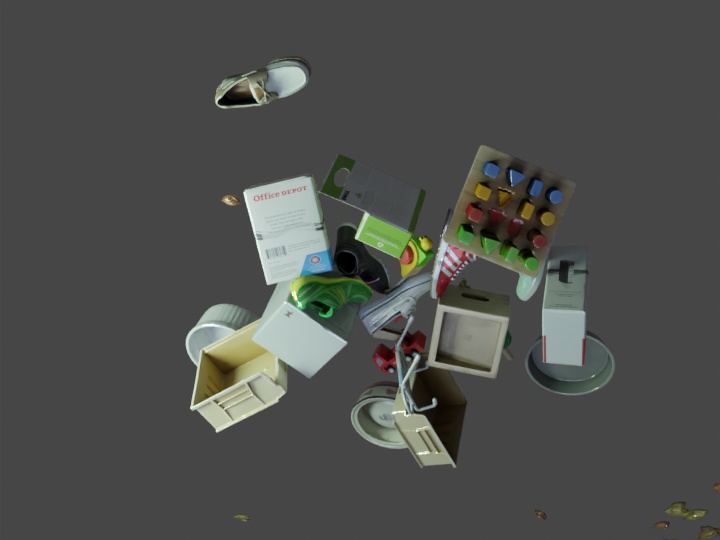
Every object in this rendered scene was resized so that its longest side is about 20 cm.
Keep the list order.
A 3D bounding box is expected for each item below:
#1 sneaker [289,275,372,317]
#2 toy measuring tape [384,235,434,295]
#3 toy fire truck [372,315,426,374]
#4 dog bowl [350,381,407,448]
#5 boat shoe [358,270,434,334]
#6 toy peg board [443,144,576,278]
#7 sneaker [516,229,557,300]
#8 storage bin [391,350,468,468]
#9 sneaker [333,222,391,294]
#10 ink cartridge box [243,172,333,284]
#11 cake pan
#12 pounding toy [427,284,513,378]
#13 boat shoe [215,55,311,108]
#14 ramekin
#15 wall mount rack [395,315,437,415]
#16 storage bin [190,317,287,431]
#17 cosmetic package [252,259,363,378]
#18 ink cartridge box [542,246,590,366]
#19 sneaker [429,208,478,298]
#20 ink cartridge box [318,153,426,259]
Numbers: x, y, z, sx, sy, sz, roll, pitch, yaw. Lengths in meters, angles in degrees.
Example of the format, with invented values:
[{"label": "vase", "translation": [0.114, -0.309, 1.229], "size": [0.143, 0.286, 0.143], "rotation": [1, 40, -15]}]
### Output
[{"label": "sneaker", "translation": [-0.062, 0.058, 1.552], "size": [0.198, 0.085, 0.074], "rotation": [3, 163, -36]}, {"label": "toy measuring tape", "translation": [0.096, -0.020, 1.595], "size": [0.073, 0.074, 0.200], "rotation": [30, 140, -10]}, {"label": "toy fire truck", "translation": [0.078, 0.157, 1.754], "size": [0.141, 0.049, 0.200], "rotation": [38, 130, -15]}, {"label": "dog bowl", "translation": [0.078, 0.371, 1.916], "size": [0.197, 0.074, 0.202], "rotation": [9, 131, 10]}, {"label": "boat shoe", "translation": [0.094, 0.075, 1.631], "size": [0.199, 0.073, 0.067], "rotation": [-31, 73, 13]}, {"label": "toy peg board", "translation": [0.283, -0.104, 1.384], "size": [0.198, 0.098, 0.201], "rotation": [22, 103, -1]}, {"label": "sneaker", "translation": [0.318, -0.035, 1.503], "size": [0.116, 0.074, 0.203], "rotation": [10, 121, 0]}, {"label": "storage bin", "translation": [0.168, 0.332, 1.772], "size": [0.093, 0.201, 0.200], "rotation": [-13, 124, 28]}, {"label": "sneaker", "translation": [0.000, 0.000, 1.614], "size": [0.070, 0.100, 0.201], "rotation": [-18, 123, 27]}, {"label": "ink cartridge box", "translation": [-0.145, -0.089, 1.529], "size": [0.144, 0.084, 0.203], "rotation": [-11, 103, 3]}, {"label": "cake pan", "translation": [0.477, 0.204, 1.679], "size": [0.197, 0.037, 0.202], "rotation": [9, 131, 10]}, {"label": "pounding toy", "translation": [0.261, 0.140, 1.646], "size": [0.197, 0.143, 0.186], "rotation": [10, 117, 6]}, {"label": "boat shoe", "translation": [-0.186, -0.348, 1.401], "size": [0.198, 0.069, 0.075], "rotation": [-12, 125, 25]}, {"label": "ramekin", "translation": [-0.331, 0.179, 1.864], "size": [0.197, 0.098, 0.202], "rotation": [8, 130, 9]}, {"label": "wall mount rack", "translation": [0.116, 0.209, 1.629], "size": [0.074, 0.201, 0.175], "rotation": [-18, 130, 9]}, {"label": "storage bin", "translation": [-0.269, 0.233, 1.683], "size": [0.197, 0.201, 0.094], "rotation": [-28, 120, 12]}, {"label": "cosmetic package", "translation": [-0.111, 0.091, 1.655], "size": [0.167, 0.201, 0.166], "rotation": [35, 130, -13]}, {"label": "ink cartridge box", "translation": [0.414, 0.067, 1.478], "size": [0.083, 0.201, 0.146], "rotation": [3, 130, 19]}, {"label": "sneaker", "translation": [0.212, -0.021, 1.534], "size": [0.111, 0.071, 0.202], "rotation": [14, 117, 5]}, {"label": "ink cartridge box", "translation": [0.018, -0.132, 1.467], "size": [0.198, 0.149, 0.076], "rotation": [23, 133, -2]}]
